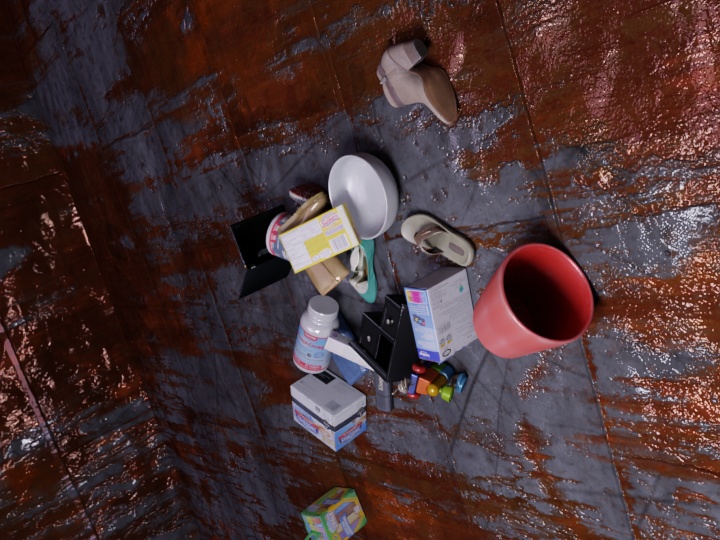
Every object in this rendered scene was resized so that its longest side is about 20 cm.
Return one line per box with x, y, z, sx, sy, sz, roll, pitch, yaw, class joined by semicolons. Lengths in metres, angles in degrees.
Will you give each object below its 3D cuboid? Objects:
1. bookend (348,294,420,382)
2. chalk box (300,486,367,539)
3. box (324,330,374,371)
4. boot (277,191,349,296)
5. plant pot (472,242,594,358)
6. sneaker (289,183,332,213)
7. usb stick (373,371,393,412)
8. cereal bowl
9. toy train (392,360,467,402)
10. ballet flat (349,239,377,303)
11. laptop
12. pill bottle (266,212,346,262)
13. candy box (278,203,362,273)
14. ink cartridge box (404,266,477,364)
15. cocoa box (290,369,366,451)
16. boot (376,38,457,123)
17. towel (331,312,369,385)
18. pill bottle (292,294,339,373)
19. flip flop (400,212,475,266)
0.070;0.134;1.718;0.198;0.091;0.204;39;123;52;bookend
-0.100;0.794;2.228;0.123;0.198;0.126;-15;99;52;chalk box
0.004;0.218;1.826;0.197;0.039;0.042;23;117;1;box
-0.091;-0.068;1.737;0.175;0.066;0.201;-40;85;29;boot
0.315;0.074;1.353;0.202;0.198;0.178;55;151;11;plant pot
-0.114;-0.160;1.814;0.199;0.077;0.083;35;135;33;sneaker
0.060;0.291;1.892;0.055;0.032;0.204;16;121;38;usb stick
0.019;-0.180;1.638;0.198;0.083;0.204;28;130;39;cereal bowl
0.163;0.269;1.616;0.114;0.199;0.086;19;113;23;toy train
0.000;0.000;1.771;0.067;0.070;0.204;24;127;40;ballet flat
-0.281;-0.051;1.983;0.115;0.186;0.204;-12;101;51;laptop
-0.139;-0.069;1.851;0.197;0.119;0.122;21;126;27;pill bottle
-0.098;-0.075;1.687;0.197;0.026;0.104;-22;92;28;candy box
0.183;0.110;1.559;0.076;0.135;0.204;4;113;50;ink cartridge box
-0.093;0.400;2.054;0.198;0.132;0.134;26;130;40;cocoa box
0.110;-0.371;1.446;0.146;0.069;0.203;-24;90;59;boot
-0.045;0.210;1.961;0.202;0.048;0.112;58;138;11;towel
-0.116;0.171;1.901;0.108;0.108;0.203;38;131;30;pill bottle
0.163;-0.064;1.551;0.199;0.057;0.082;33;133;35;flip flop
